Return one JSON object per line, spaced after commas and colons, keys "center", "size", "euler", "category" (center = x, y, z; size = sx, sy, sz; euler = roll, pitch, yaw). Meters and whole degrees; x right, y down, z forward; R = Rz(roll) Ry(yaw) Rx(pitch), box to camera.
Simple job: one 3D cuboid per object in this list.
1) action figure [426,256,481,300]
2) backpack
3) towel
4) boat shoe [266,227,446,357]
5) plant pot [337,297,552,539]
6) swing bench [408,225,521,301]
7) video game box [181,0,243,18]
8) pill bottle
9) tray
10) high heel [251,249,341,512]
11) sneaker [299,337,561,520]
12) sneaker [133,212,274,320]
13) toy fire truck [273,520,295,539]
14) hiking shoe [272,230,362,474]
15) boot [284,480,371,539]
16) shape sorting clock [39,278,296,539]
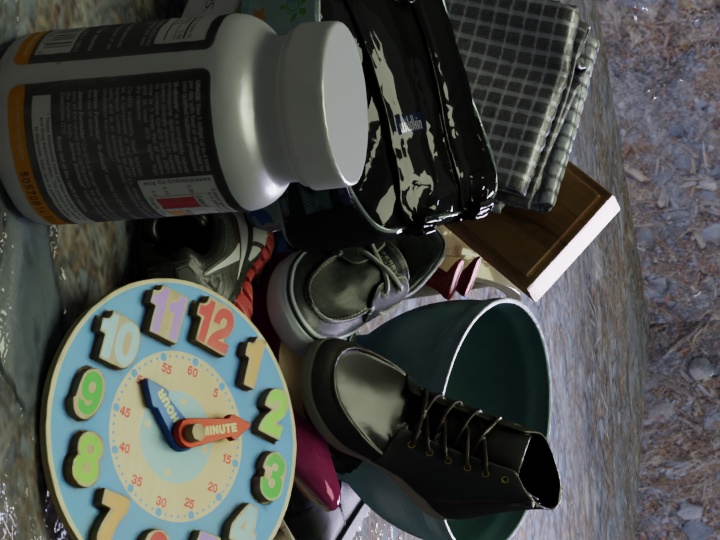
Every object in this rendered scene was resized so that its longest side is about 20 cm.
{"center": [-0.002, -0.039, 1.539], "size": [0.065, 0.200, 0.052], "euler": [-18, 130, -64], "category": "action figure"}
{"center": [-0.005, -0.122, 1.352], "size": [0.177, 0.150, 0.201], "euler": [-17, 99, -51], "category": "backpack"}
{"center": [0.070, -0.138, 1.498], "size": [0.086, 0.199, 0.166], "euler": [61, 45, -63], "category": "towel"}
{"center": [0.000, 0.000, 1.391], "size": [0.072, 0.071, 0.200], "euler": [60, 30, -5], "category": "boat shoe"}
{"center": [0.048, 0.115, 1.533], "size": [0.200, 0.134, 0.201], "euler": [-17, 109, -59], "category": "plant pot"}
{"center": [0.035, -0.078, 1.645], "size": [0.130, 0.199, 0.200], "euler": [42, 46, -69], "category": "swing bench"}
{"center": [-0.077, -0.161, 1.445], "size": [0.182, 0.047, 0.201], "euler": [59, 48, -64], "category": "video game box"}
{"center": [-0.103, -0.088, 1.130], "size": [0.116, 0.199, 0.117], "euler": [-3, 90, -75], "category": "pill bottle"}
{"center": [0.096, -0.076, 1.535], "size": [0.099, 0.200, 0.037], "euler": [-47, 155, -3], "category": "tray"}
{"center": [-0.039, 0.074, 1.367], "size": [0.200, 0.096, 0.067], "euler": [56, -5, 38], "category": "high heel"}
{"center": [0.052, 0.104, 1.334], "size": [0.200, 0.106, 0.075], "euler": [40, 56, -37], "category": "sneaker"}
{"center": [-0.108, -0.020, 1.344], "size": [0.201, 0.071, 0.098], "euler": [-79, 152, -59], "category": "sneaker"}
{"center": [-0.070, 0.163, 1.357], "size": [0.141, 0.049, 0.200], "euler": [56, -6, 35], "category": "toy fire truck"}
{"center": [-0.034, 0.052, 1.442], "size": [0.200, 0.087, 0.074], "euler": [65, 8, 20], "category": "hiking shoe"}
{"center": [-0.042, 0.120, 1.592], "size": [0.165, 0.065, 0.201], "euler": [-71, 149, -59], "category": "boot"}
{"center": [-0.114, 0.103, 1.214], "size": [0.200, 0.039, 0.201], "euler": [16, 66, -42], "category": "shape sorting clock"}
